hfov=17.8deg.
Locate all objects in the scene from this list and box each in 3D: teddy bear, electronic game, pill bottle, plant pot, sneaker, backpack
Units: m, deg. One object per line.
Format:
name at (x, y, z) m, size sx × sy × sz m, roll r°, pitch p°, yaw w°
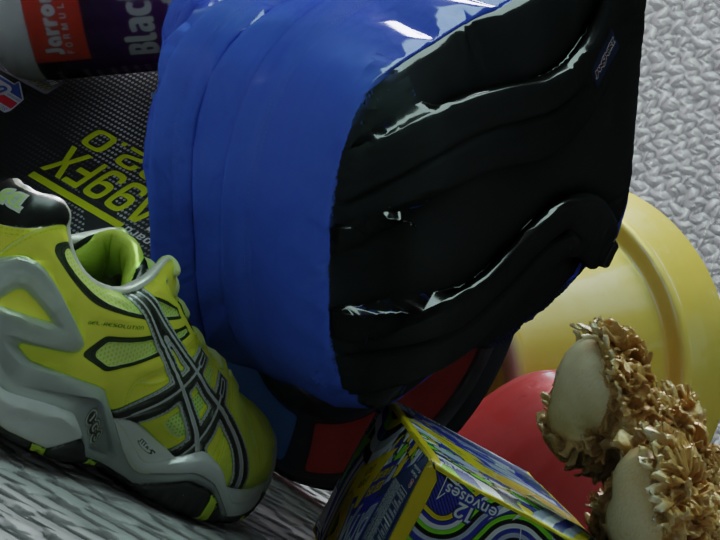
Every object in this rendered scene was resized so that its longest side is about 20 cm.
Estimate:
teddy bear at (0.120, 0.098, 0.780) m, size 0.201 × 0.067 × 0.145 m, roll 60°, pitch 1°, yaw -26°
electronic game at (0.000, 0.000, 1.040) m, size 0.041 × 0.201 × 0.200 m, roll 17°, pitch 8°, yaw -43°
pill bottle at (-0.108, -0.141, 1.003) m, size 0.199 × 0.112 × 0.111 m, roll -5°, pitch -1°, yaw 3°
plant pot at (0.070, 0.051, 1.222) m, size 0.200 × 0.202 × 0.189 m, roll 29°, pitch 16°, yaw 28°
sneaker at (-0.076, 0.032, 0.781) m, size 0.075 × 0.077 × 0.200 m, roll 26°, pitch -3°, yaw 29°
backpack at (0.000, -0.044, 0.873) m, size 0.167 × 0.163 × 0.200 m, roll 14°, pitch 33°, yaw 31°

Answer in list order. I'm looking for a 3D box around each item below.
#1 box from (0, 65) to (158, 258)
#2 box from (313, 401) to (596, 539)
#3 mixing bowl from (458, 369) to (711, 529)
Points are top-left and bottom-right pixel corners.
box at (-0.118, -0.032, 1.000) m, size 0.199 × 0.160 × 0.044 m, roll 29°, pitch -42°, yaw 30°
box at (0.030, 0.096, 0.805) m, size 0.070 × 0.065 × 0.200 m, roll 29°, pitch 1°, yaw -5°
mixing bowl at (0.111, 0.113, 1.044) m, size 0.199 × 0.109 × 0.200 m, roll 29°, pitch 1°, yaw -1°
